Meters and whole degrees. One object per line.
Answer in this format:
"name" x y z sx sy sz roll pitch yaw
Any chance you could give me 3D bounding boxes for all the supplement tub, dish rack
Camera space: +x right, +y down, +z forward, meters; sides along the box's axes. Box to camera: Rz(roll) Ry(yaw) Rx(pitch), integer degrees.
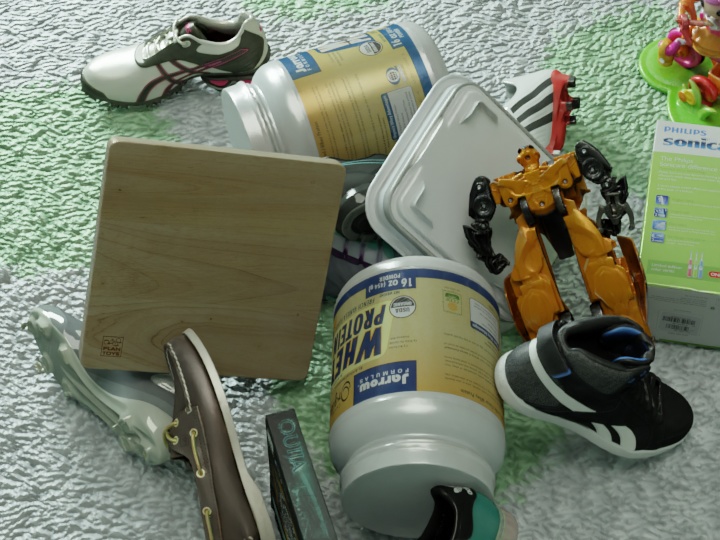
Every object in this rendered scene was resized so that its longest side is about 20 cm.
"supplement tub" -0.019 -0.144 1.442 0.200 0.145 0.145 -19 54 -12
"dish rack" 0.114 -0.059 1.337 0.172 0.200 0.044 -57 26 -17
"supplement tub" 0.047 0.104 1.249 0.144 0.145 0.200 -1 52 2

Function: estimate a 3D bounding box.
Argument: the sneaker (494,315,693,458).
"sneaker" 0.219 0.093 1.219 0.200 0.112 0.073 16 55 -29

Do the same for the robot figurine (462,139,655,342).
"robot figurine" 0.173 -0.012 1.289 0.145 0.058 0.200 -18 93 14

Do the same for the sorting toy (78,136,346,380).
"sorting toy" -0.132 -0.015 1.294 0.200 0.199 0.070 5 19 -18

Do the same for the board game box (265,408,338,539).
"board game box" -0.035 0.226 1.166 0.028 0.135 0.200 -13 53 -11

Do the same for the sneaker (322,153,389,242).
"sneaker" 0.046 -0.077 1.381 0.200 0.075 0.079 -2 44 -42

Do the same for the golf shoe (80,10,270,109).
"golf shoe" -0.193 -0.225 1.551 0.200 0.088 0.077 -9 54 -2

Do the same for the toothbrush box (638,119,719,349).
"toothbrush box" 0.329 -0.032 1.375 0.145 0.086 0.200 7 54 9

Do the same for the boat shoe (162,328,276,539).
"boat shoe" -0.128 0.147 1.241 0.059 0.072 0.200 -19 81 -11

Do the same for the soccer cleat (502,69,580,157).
"soccer cleat" 0.159 -0.118 1.468 0.085 0.069 0.200 1 52 21

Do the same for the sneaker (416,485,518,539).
"sneaker" 0.043 0.257 1.144 0.080 0.071 0.200 33 73 -24

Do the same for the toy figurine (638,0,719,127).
"toy figurine" 0.364 -0.232 1.466 0.150 0.184 0.200 -34 58 -22

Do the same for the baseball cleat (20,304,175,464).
"baseball cleat" -0.207 0.090 1.334 0.106 0.070 0.200 -28 60 -34

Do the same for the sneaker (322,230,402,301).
"sneaker" 0.000 0.000 1.393 0.200 0.088 0.074 23 27 -5
